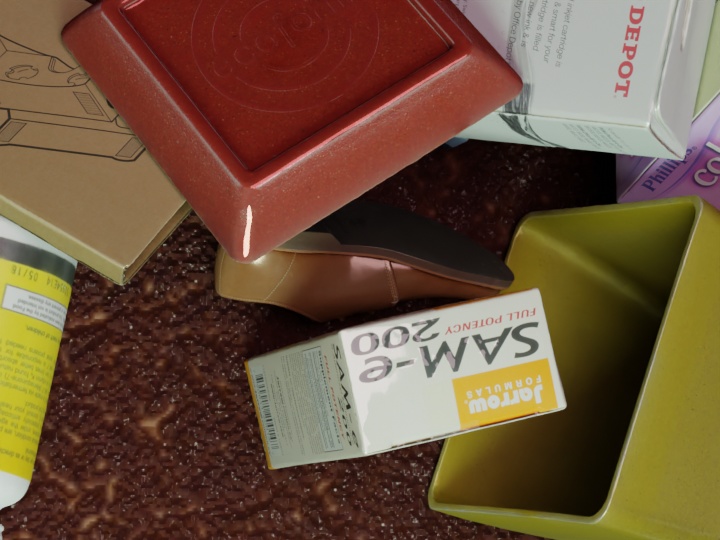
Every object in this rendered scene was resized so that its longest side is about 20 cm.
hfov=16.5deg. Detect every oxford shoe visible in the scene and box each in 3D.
[{"bbox_3d":[0.000,0.000,1.541,0.199,0.071,0.072,8,115,-23],"label":"oxford shoe"}]

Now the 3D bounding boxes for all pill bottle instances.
[{"bbox_3d":[-0.234,0.070,1.417,0.114,0.114,0.201,14,79,-17],"label":"pill bottle"}]

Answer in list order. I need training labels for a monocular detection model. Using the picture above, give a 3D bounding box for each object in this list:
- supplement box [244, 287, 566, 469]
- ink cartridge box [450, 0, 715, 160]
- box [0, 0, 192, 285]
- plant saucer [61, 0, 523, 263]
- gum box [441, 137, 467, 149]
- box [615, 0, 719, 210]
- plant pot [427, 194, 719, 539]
[{"bbox_3d":[0.021,0.065,1.458,0.125,0.200,0.074,-12,87,-20],"label":"supplement box"},{"bbox_3d":[0.104,-0.151,1.470,0.199,0.083,0.146,8,79,24],"label":"ink cartridge box"},{"bbox_3d":[-0.175,-0.092,1.428,0.199,0.021,0.164,29,49,11],"label":"box"},{"bbox_3d":[-0.042,-0.129,1.417,0.199,0.037,0.200,-32,62,-14],"label":"plant saucer"},{"bbox_3d":[0.034,-0.207,1.576,0.169,0.045,0.201,31,76,-13],"label":"gum box"},{"bbox_3d":[0.239,-0.154,1.535,0.096,0.176,0.201,16,54,-18],"label":"box"},{"bbox_3d":[0.188,0.086,1.526,0.176,0.200,0.201,26,76,-25],"label":"plant pot"}]
